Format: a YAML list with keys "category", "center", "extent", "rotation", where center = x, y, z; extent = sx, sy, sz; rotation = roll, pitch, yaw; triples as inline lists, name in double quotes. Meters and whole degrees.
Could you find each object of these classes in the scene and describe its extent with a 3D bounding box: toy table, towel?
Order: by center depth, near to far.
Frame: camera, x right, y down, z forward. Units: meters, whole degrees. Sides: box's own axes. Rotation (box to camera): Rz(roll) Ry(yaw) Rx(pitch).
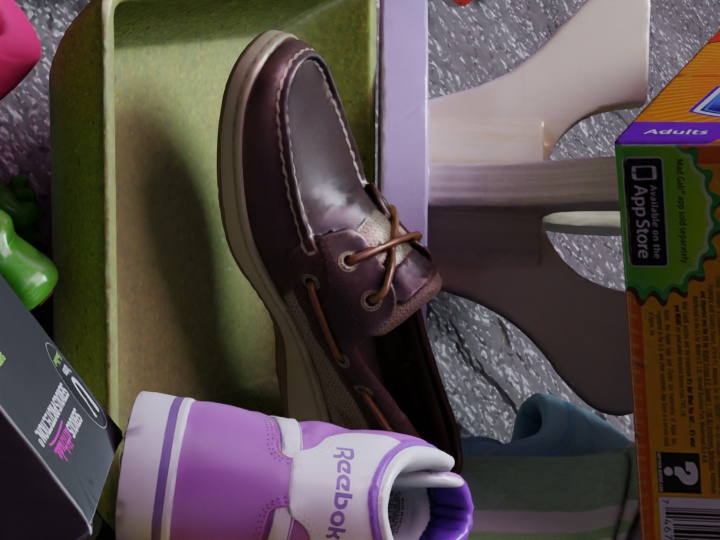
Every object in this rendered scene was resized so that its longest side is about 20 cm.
- category: "towel"
  center: [0.023, 0.131, 1.060]
  extent: [0.200, 0.152, 0.023]
  rotation: [-62, 143, -53]
- category: "toy table"
  center: [0.065, -0.036, 1.206]
  extent: [0.184, 0.117, 0.201]
  rotation: [-90, -178, -83]

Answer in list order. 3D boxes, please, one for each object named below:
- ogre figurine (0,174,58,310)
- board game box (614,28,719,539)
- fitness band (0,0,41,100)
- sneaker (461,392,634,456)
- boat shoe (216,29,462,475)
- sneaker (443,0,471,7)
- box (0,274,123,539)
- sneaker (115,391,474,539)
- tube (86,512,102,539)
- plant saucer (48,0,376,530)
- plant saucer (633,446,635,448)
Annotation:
- category: "ogre figurine"
  center: [-0.164, -0.016, 0.975]
  extent: [0.120, 0.098, 0.200]
  rotation: [52, 36, -20]
- category: "board game box"
  center: [0.225, 0.019, 1.101]
  extent: [0.200, 0.199, 0.201]
  rotation: [-42, 129, -64]
- category: "fitness band"
  center: [-0.196, -0.140, 1.029]
  extent: [0.200, 0.037, 0.144]
  rotation: [47, 3, 3]
- category: "sneaker"
  center: [0.058, 0.118, 1.199]
  extent: [0.082, 0.074, 0.200]
  rotation: [36, 32, 6]
- category: "boat shoe"
  center: [0.000, 0.000, 1.079]
  extent: [0.072, 0.072, 0.200]
  rotation: [-46, 133, -49]
- category: "sneaker"
  center: [0.030, -0.183, 1.400]
  extent: [0.200, 0.070, 0.094]
  rotation: [1, 56, -56]
- category: "box"
  center: [-0.189, 0.027, 0.825]
  extent: [0.200, 0.148, 0.124]
  rotation: [52, 6, -7]
- category: "sneaker"
  center: [-0.021, 0.088, 0.953]
  extent: [0.200, 0.114, 0.073]
  rotation: [99, -3, -83]
- category: "tube"
  center: [-0.135, 0.118, 0.946]
  extent: [0.052, 0.058, 0.200]
  rotation: [12, 34, 5]
- category: "plant saucer"
  center: [-0.061, -0.016, 1.090]
  extent: [0.200, 0.048, 0.200]
  rotation: [-15, 107, -60]
- category: "plant saucer"
  center: [0.121, 0.155, 1.190]
  extent: [0.200, 0.031, 0.201]
  rotation: [8, 90, -68]
